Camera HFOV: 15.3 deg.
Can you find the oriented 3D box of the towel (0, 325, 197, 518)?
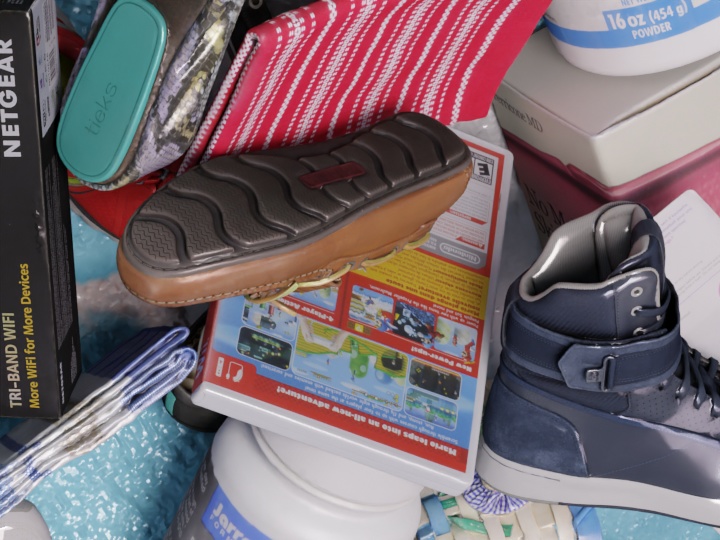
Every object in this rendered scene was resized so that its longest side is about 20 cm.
[{"bbox_3d":[-0.166,0.094,1.292,0.200,0.147,0.024,-39,97,-11],"label":"towel"}]

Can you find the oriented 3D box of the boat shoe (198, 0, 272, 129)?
[{"bbox_3d":[-0.073,-0.146,1.244,0.056,0.069,0.201,-30,130,-16],"label":"boat shoe"}]

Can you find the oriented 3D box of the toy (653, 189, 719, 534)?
[{"bbox_3d":[0.182,0.051,1.359,0.115,0.047,0.200,-40,112,14],"label":"toy"}]

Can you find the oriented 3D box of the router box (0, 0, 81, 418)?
[{"bbox_3d":[-0.213,-0.034,1.216,0.156,0.052,0.201,1,114,7],"label":"router box"}]

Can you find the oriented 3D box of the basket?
[{"bbox_3d":[0.104,0.140,1.439,0.199,0.177,0.140,-6,125,-19],"label":"basket"}]

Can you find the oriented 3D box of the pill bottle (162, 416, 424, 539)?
[{"bbox_3d":[-0.038,0.136,1.360,0.113,0.114,0.200,6,128,-31],"label":"pill bottle"}]

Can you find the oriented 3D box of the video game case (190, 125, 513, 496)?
[{"bbox_3d":[0.000,0.000,1.311,0.142,0.201,0.017,21,144,-16],"label":"video game case"}]

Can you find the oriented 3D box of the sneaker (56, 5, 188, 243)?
[{"bbox_3d":[-0.119,-0.057,1.283,0.200,0.085,0.077,38,92,-35],"label":"sneaker"}]

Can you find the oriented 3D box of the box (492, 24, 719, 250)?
[{"bbox_3d":[0.161,-0.034,1.422,0.109,0.128,0.201,-30,122,-13],"label":"box"}]

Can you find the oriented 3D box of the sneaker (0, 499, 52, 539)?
[{"bbox_3d":[-0.186,0.214,1.368,0.070,0.080,0.201,3,108,-28],"label":"sneaker"}]

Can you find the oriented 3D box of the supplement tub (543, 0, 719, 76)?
[{"bbox_3d":[0.126,-0.210,1.319,0.132,0.132,0.201,-32,120,-13],"label":"supplement tub"}]

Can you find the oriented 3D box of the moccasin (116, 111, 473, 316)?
[{"bbox_3d":[-0.033,-0.018,1.239,0.201,0.074,0.078,-26,146,-48],"label":"moccasin"}]

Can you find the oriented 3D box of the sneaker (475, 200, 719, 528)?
[{"bbox_3d":[0.162,0.045,1.285,0.201,0.077,0.147,4,119,-4],"label":"sneaker"}]

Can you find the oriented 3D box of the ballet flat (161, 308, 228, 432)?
[{"bbox_3d":[-0.025,0.005,1.364,0.200,0.068,0.068,-48,165,-3],"label":"ballet flat"}]

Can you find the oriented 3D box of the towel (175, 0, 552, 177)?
[{"bbox_3d":[0.008,-0.093,1.266,0.199,0.023,0.145,-23,156,-35],"label":"towel"}]

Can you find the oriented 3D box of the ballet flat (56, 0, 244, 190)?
[{"bbox_3d":[-0.075,-0.127,1.174,0.072,0.072,0.201,8,121,-31],"label":"ballet flat"}]
